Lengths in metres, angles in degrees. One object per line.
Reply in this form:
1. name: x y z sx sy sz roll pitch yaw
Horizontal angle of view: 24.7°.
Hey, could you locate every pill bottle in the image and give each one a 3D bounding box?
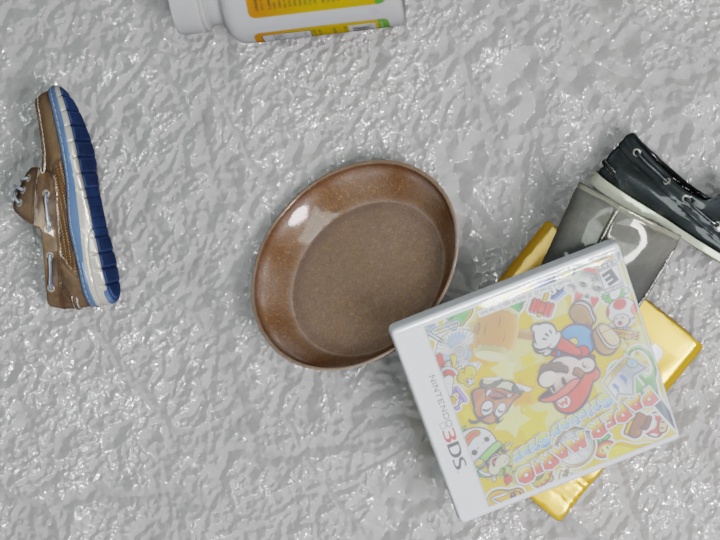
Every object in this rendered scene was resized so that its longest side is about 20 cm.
1. pill bottle: -0.065 -0.258 1.428 0.199 0.111 0.112 -6 88 4

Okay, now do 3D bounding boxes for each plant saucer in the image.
1. plant saucer: 0.000 0.000 1.417 0.200 0.037 0.201 -14 58 24

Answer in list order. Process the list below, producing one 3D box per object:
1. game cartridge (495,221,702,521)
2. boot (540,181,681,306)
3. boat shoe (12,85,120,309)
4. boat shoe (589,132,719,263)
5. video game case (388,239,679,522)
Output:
1. game cartridge: 0.169 0.088 1.439 0.176 0.032 0.200 39 91 5
2. boot: 0.149 0.020 1.381 0.181 0.073 0.201 21 106 -8
3. boat shoe: -0.270 -0.063 1.459 0.072 0.072 0.201 -12 87 6
4. boat shoe: 0.298 -0.053 1.411 0.199 0.074 0.066 32 103 14
5. video game case: 0.145 0.092 1.354 0.199 0.023 0.183 -21 106 -2
